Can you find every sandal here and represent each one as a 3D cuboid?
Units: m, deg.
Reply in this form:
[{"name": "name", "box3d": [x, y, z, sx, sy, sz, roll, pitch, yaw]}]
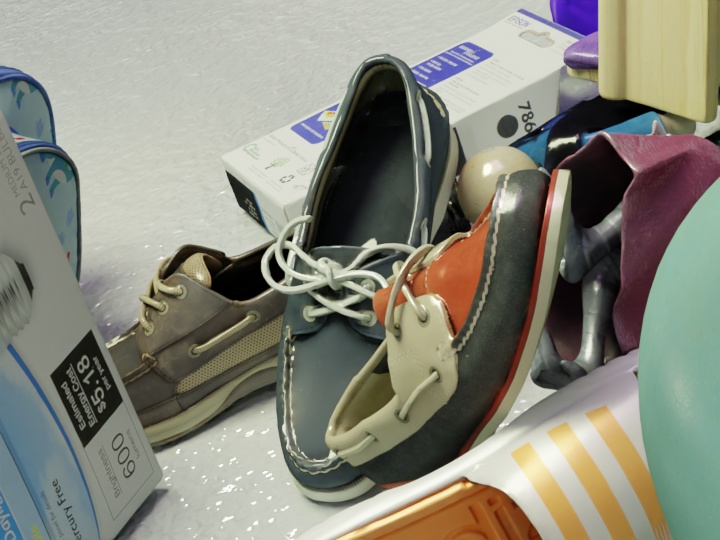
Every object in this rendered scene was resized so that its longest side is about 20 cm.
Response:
[{"name": "sandal", "box3d": [0.061, 0.101, 0.795, 0.206, 0.079, 0.059, -29, 32, 8]}]

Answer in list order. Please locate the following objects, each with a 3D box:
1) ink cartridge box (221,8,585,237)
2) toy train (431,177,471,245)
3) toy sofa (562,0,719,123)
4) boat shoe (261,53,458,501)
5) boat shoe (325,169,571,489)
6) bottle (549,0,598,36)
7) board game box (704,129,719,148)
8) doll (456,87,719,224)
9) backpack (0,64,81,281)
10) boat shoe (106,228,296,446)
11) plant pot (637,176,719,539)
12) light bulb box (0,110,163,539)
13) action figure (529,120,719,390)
[{"name": "ink cartridge box", "box3d": [0.031, -0.077, 1.201, 0.199, 0.039, 0.099, -28, 26, -12]}, {"name": "toy train", "box3d": [0.041, -0.013, 1.060, 0.034, 0.046, 0.200, -24, 28, 7]}, {"name": "toy sofa", "box3d": [0.191, -0.144, 1.056, 0.200, 0.083, 0.097, -22, 32, -36]}, {"name": "boat shoe", "box3d": [0.000, 0.000, 0.958, 0.075, 0.062, 0.201, 6, 64, 24]}, {"name": "boat shoe", "box3d": [0.033, 0.025, 0.829, 0.062, 0.200, 0.071, 20, 56, 1]}, {"name": "bottle", "box3d": [0.170, -0.189, 1.288, 0.083, 0.065, 0.200, -2, 30, 23]}, {"name": "board game box", "box3d": [0.212, -0.044, 1.016, 0.200, 0.028, 0.135, -29, 26, -18]}, {"name": "doll", "box3d": [0.108, -0.061, 1.062, 0.136, 0.049, 0.200, -19, 9, 39]}, {"name": "backpack", "box3d": [-0.223, -0.014, 1.106, 0.146, 0.184, 0.200, 17, 34, 17]}, {"name": "boat shoe", "box3d": [-0.073, 0.022, 1.038, 0.199, 0.074, 0.075, -22, 25, -5]}, {"name": "plant pot", "box3d": [0.173, 0.043, 0.645, 0.200, 0.201, 0.161, -24, 37, -9]}, {"name": "light bulb box", "box3d": [-0.209, 0.068, 0.903, 0.124, 0.199, 0.200, -5, 30, 32]}, {"name": "action figure", "box3d": [0.163, -0.017, 0.870, 0.199, 0.149, 0.134, -15, -18, -24]}]
